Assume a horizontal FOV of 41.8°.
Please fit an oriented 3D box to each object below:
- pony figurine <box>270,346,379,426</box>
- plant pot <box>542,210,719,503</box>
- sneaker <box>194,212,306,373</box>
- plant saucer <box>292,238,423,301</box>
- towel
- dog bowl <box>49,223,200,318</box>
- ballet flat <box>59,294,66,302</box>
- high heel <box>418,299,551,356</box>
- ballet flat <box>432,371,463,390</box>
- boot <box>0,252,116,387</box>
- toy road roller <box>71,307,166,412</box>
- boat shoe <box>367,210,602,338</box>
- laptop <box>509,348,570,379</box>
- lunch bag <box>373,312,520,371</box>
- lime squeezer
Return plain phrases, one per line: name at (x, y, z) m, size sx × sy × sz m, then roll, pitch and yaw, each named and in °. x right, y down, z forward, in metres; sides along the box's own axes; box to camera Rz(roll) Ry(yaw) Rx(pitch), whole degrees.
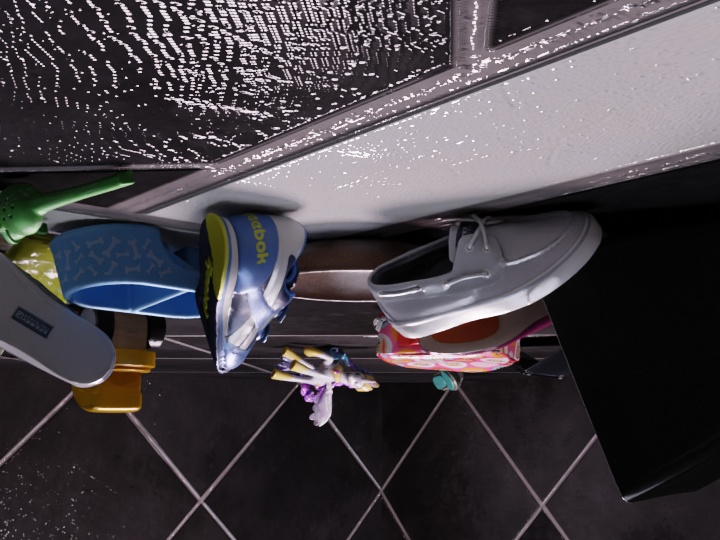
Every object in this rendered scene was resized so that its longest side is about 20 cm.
pony figurine at (-0.081, 0.224, 1.976) m, size 0.198 × 0.169 × 0.193 m, roll 21°, pitch 155°, yaw -22°
plant pot at (0.284, 0.058, 0.765) m, size 0.176 × 0.202 × 0.199 m, roll -29°, pitch 156°, yaw 28°
sneaker at (-0.094, 0.023, 0.797) m, size 0.081 × 0.075 × 0.201 m, roll -13°, pitch 153°, yaw -22°
plant saucer at (0.000, 0.000, 0.906) m, size 0.197 × 0.037 × 0.200 m, roll 1°, pitch 170°, yaw 0°
towel at (-0.336, 0.030, 0.900) m, size 0.199 × 0.018 × 0.086 m, roll -37°, pitch 153°, yaw 29°
dog bowl at (-0.185, 0.006, 0.858) m, size 0.111 × 0.050 × 0.199 m, roll -18°, pitch 160°, yaw 39°
ballet flat at (-0.394, 0.019, 0.935) m, size 0.197 × 0.068 × 0.067 m, roll 5°, pitch 179°, yaw -11°
high heel at (0.151, 0.045, 0.929) m, size 0.198 × 0.068 × 0.096 m, roll -19°, pitch 161°, yaw -1°
ballet flat at (0.250, 0.293, 2.604) m, size 0.063 × 0.068 × 0.200 m, roll -26°, pitch 176°, yaw -12°
boot at (-0.309, 0.039, 0.837) m, size 0.199 × 0.073 × 0.090 m, roll 40°, pitch 161°, yaw -9°
toy road roller at (-0.377, 0.129, 1.348) m, size 0.198 × 0.148 × 0.122 m, roll -8°, pitch 167°, yaw 41°
boat shoe at (0.092, -0.010, 0.755) m, size 0.199 × 0.072 × 0.069 m, roll -20°, pitch 125°, yaw 37°
laptop at (0.355, 0.141, 1.808) m, size 0.199 × 0.117 × 0.186 m, roll 29°, pitch -171°, yaw 36°
lunch bag at (0.122, 0.098, 1.340) m, size 0.197 × 0.083 × 0.176 m, roll -2°, pitch 170°, yaw 18°
lime squeezer at (-0.235, -0.046, 0.683) m, size 0.070 × 0.038 × 0.199 m, roll -31°, pitch -171°, yaw -34°
